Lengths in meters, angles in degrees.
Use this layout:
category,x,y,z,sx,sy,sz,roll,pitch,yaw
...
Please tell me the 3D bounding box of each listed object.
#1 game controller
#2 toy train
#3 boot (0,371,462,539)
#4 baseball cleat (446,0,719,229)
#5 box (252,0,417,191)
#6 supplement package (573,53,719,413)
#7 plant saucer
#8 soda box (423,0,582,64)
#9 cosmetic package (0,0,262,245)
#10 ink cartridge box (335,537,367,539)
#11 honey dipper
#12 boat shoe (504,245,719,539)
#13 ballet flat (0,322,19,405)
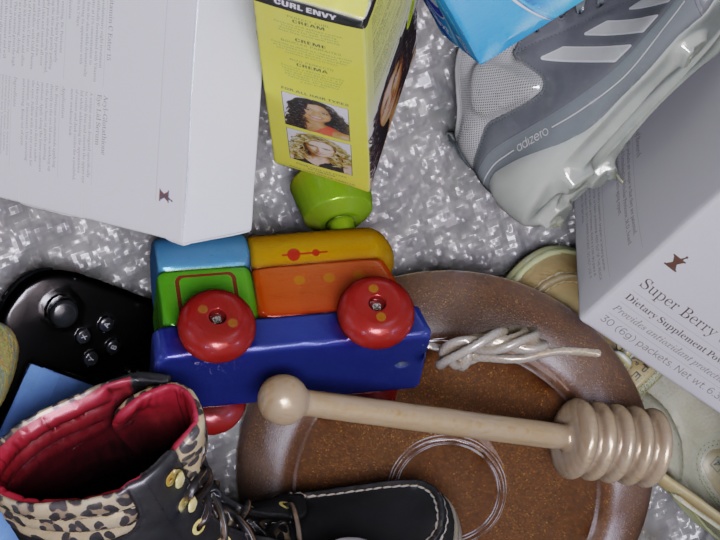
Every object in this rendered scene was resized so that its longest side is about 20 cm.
category,x,y,z,sx,sy,sz,roll,pitch,yaw
game controller,-0.149,0.098,1.218,0.104,0.042,0.200,23,97,-20
toy train,0.000,0.000,1.194,0.200,0.085,0.116,-5,61,-9
boot,-0.062,0.108,1.166,0.200,0.073,0.151,-14,138,3
baseball cleat,0.110,-0.112,1.192,0.106,0.070,0.200,49,113,16
box,-0.008,-0.103,1.102,0.050,0.200,0.075,16,74,6
supplement package,0.206,-0.043,1.202,0.121,0.120,0.200,33,122,-21
plant saucer,0.040,0.100,1.251,0.200,0.032,0.201,0,107,-1
soda box,0.112,-0.174,1.148,0.200,0.068,0.064,-33,111,-2
cosmetic package,-0.111,-0.123,1.118,0.052,0.151,0.200,-12,111,-51
ink cartridge box,-0.026,0.234,1.125,0.144,0.084,0.200,-17,109,-25
honey dipper,0.046,0.070,1.177,0.200,0.038,0.038,7,102,-25
boat shoe,0.147,0.066,1.285,0.073,0.063,0.201,-42,111,-3
ballet flat,-0.206,0.067,1.095,0.200,0.071,0.071,-12,110,-47
